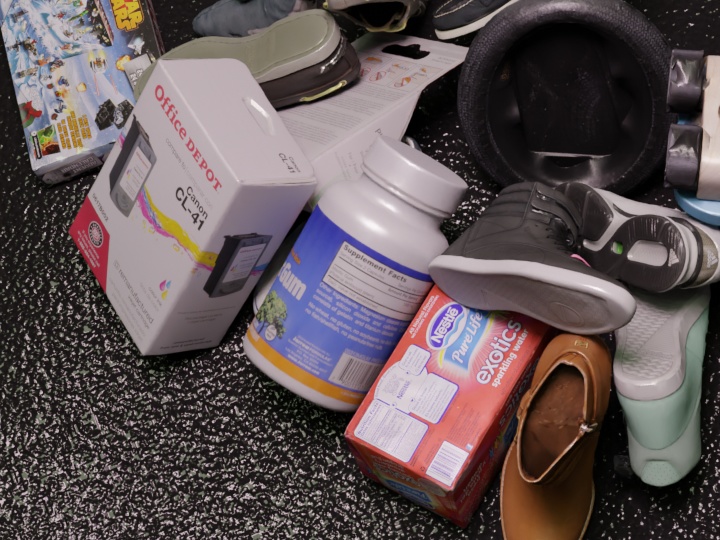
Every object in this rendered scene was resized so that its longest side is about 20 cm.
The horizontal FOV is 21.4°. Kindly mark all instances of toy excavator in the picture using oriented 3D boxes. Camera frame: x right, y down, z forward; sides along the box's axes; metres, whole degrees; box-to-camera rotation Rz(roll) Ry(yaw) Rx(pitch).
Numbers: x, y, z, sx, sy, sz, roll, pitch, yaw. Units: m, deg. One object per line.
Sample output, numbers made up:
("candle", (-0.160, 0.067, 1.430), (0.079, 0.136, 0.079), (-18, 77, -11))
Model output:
("toy excavator", (0.283, -0.106, 1.471), (0.099, 0.200, 0.195), (4, 65, 7))

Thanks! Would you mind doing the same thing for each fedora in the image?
("fedora", (0.171, -0.153, 1.545), (0.200, 0.201, 0.092), (-2, 36, 10))

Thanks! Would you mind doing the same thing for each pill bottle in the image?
("pill bottle", (0.000, 0.000, 1.486), (0.112, 0.112, 0.201), (34, 102, 23))

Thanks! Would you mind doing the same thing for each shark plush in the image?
("shark plush", (-0.084, -0.222, 1.618), (0.083, 0.200, 0.091), (25, 80, -12))

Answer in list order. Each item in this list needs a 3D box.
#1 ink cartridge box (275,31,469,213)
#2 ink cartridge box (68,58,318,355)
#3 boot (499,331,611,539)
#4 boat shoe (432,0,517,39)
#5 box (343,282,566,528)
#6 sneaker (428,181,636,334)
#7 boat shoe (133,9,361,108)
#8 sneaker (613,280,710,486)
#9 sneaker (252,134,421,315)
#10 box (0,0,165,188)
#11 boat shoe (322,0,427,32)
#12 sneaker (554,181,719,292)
("ink cartridge box", (-0.013, -0.130, 1.597), (0.200, 0.050, 0.161), (-33, 29, -24))
("ink cartridge box", (-0.138, -0.051, 1.531), (0.085, 0.200, 0.148), (-7, 51, -41))
("boot", (0.135, 0.141, 1.381), (0.073, 0.155, 0.201), (10, 98, 10))
("boat shoe", (0.126, -0.256, 1.557), (0.199, 0.066, 0.075), (-23, 22, 42))
("box", (0.083, 0.083, 1.479), (0.099, 0.096, 0.200), (25, 71, 20))
("sneaker", (0.141, -0.016, 1.387), (0.200, 0.071, 0.099), (12, 58, 53))
("boat shoe", (-0.097, -0.161, 1.602), (0.200, 0.061, 0.072), (-11, 53, 27))
("sneaker", (0.232, 0.081, 1.470), (0.073, 0.119, 0.201), (-1, 30, 18))
("sneaker", (-0.021, -0.037, 1.570), (0.073, 0.071, 0.200), (34, 75, 23))
("box", (-0.243, -0.184, 1.702), (0.136, 0.040, 0.201), (-18, 63, 3))
("boat shoe", (0.012, -0.232, 1.599), (0.072, 0.202, 0.061), (-6, 85, 18))
("sneaker", (0.233, -0.020, 1.491), (0.115, 0.200, 0.076), (3, 101, -28))
